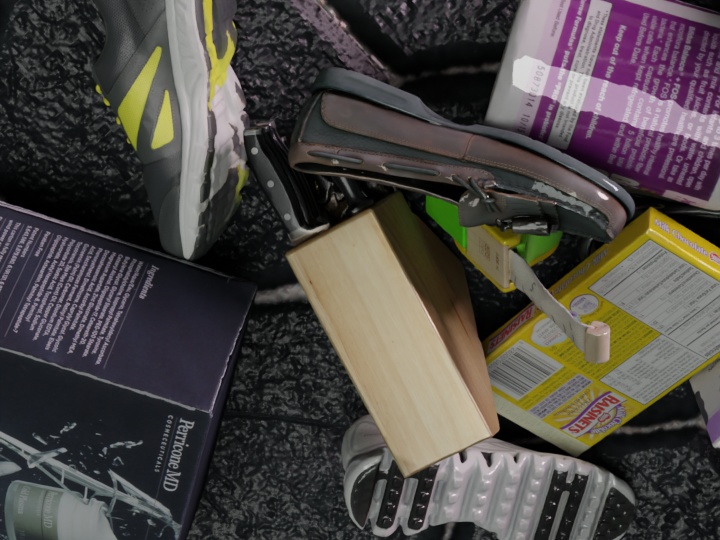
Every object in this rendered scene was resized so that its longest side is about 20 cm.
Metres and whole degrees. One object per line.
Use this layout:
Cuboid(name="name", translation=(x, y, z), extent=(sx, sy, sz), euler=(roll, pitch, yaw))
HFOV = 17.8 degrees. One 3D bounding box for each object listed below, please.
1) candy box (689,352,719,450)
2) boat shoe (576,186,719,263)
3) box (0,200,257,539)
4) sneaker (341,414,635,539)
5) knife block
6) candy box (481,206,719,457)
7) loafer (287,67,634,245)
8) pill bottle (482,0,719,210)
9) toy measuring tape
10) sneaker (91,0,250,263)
Cuboid(name="candy box", translation=(0.328, 0.072, 1.375), extent=(0.200, 0.072, 0.168), euler=(29, 117, -22))
Cuboid(name="boat shoe", translation=(0.230, -0.008, 1.388), extent=(0.201, 0.063, 0.074), euler=(6, 114, 5))
Cuboid(name="box", translation=(-0.186, 0.082, 1.433), extent=(0.197, 0.124, 0.200), euler=(16, 134, 0))
Cuboid(name="sneaker", translation=(0.081, 0.131, 1.471), extent=(0.200, 0.081, 0.075), euler=(12, 113, -18))
Cuboid(name="knife block", translation=(0.000, 0.000, 1.370), extent=(0.064, 0.200, 0.176), euler=(-28, 137, 20))
Cuboid(name="candy box", translation=(0.152, 0.041, 1.395), extent=(0.102, 0.026, 0.200), euler=(29, 137, -20))
Cuboid(name="loafer", translation=(0.054, -0.050, 1.307), extent=(0.200, 0.072, 0.063), euler=(23, 73, 15))
Cuboid(name="pill bottle", translation=(0.178, -0.098, 1.326), extent=(0.200, 0.112, 0.112), euler=(17, 115, 2))
Cuboid(name="toy measuring tape", translation=(0.107, -0.016, 1.353), extent=(0.074, 0.200, 0.074), euler=(-19, 130, -24))
Cuboid(name="sneaker", translation=(-0.119, -0.103, 1.403), extent=(0.085, 0.074, 0.200), euler=(8, 112, 20))
